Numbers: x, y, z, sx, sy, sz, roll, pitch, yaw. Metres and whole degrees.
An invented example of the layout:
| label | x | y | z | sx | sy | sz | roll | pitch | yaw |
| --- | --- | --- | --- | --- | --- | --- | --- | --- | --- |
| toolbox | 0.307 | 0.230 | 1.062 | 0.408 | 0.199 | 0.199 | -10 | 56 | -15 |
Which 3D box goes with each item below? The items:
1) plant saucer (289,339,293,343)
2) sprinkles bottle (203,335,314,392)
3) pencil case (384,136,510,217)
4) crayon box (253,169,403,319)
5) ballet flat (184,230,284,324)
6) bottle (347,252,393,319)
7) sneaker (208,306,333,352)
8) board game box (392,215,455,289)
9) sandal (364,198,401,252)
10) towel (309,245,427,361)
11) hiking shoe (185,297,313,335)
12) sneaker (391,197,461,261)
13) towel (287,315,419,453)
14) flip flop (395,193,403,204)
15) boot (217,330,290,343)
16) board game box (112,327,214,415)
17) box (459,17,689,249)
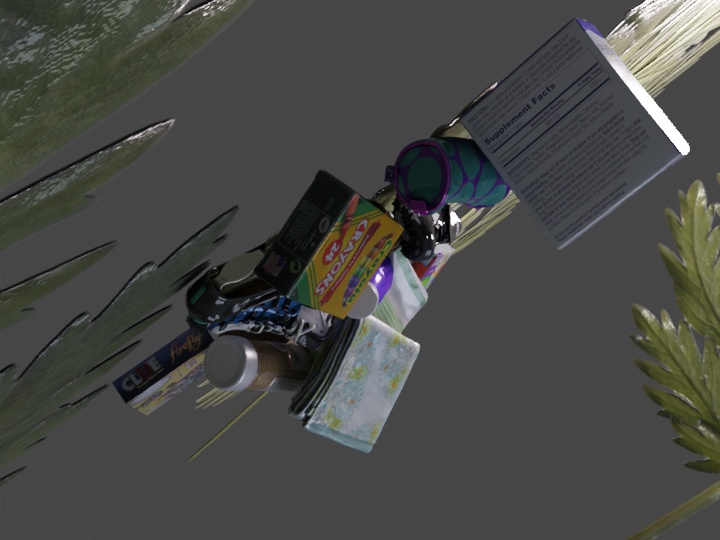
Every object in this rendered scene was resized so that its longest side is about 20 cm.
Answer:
| label | x | y | z | sx | sy | sz | roll | pitch | yaw |
| --- | --- | --- | --- | --- | --- | --- | --- | --- | --- |
| plant saucer | -0.082 | 0.121 | 1.729 | 0.198 | 0.032 | 0.200 | 1 | -173 | 0 |
| sprinkles bottle | -0.120 | 0.126 | 1.414 | 0.068 | 0.069 | 0.199 | -38 | 156 | 20 |
| pencil case | 0.114 | -0.114 | 1.310 | 0.199 | 0.085 | 0.093 | -10 | 120 | -59 |
| crayon box | -0.023 | -0.020 | 1.159 | 0.128 | 0.051 | 0.200 | -57 | 159 | 3 |
| ballet flat | -0.102 | 0.000 | 1.177 | 0.199 | 0.068 | 0.069 | -31 | 162 | -42 |
| bottle | 0.000 | 0.000 | 1.352 | 0.200 | 0.083 | 0.066 | -84 | -169 | -69 |
| sneaker | -0.099 | 0.058 | 1.355 | 0.200 | 0.116 | 0.076 | -29 | 170 | -48 |
| board game box | 0.037 | 0.021 | 1.638 | 0.201 | 0.103 | 0.105 | -54 | 168 | 17 |
| sandal | 0.002 | -0.060 | 1.323 | 0.200 | 0.081 | 0.055 | -11 | 129 | -64 |
| towel | 0.015 | 0.071 | 1.493 | 0.201 | 0.031 | 0.150 | -53 | 138 | -20 |
| hiking shoe | -0.110 | 0.033 | 1.252 | 0.199 | 0.087 | 0.074 | -30 | 171 | -41 |
| sneaker | 0.094 | -0.059 | 1.436 | 0.089 | 0.067 | 0.200 | 1 | -165 | -4 |
| towel | -0.002 | 0.149 | 1.456 | 0.172 | 0.048 | 0.200 | -60 | 146 | -4 |
| flip flop | 0.117 | -0.125 | 1.449 | 0.081 | 0.058 | 0.200 | -41 | 172 | 32 |
| boot | -0.116 | 0.070 | 1.555 | 0.199 | 0.074 | 0.155 | -30 | 178 | -10 |
| board game box | -0.252 | 0.134 | 1.440 | 0.135 | 0.035 | 0.200 | -35 | 173 | -11 |
| box | 0.254 | -0.163 | 1.282 | 0.184 | 0.201 | 0.105 | -39 | 174 | 26 |
